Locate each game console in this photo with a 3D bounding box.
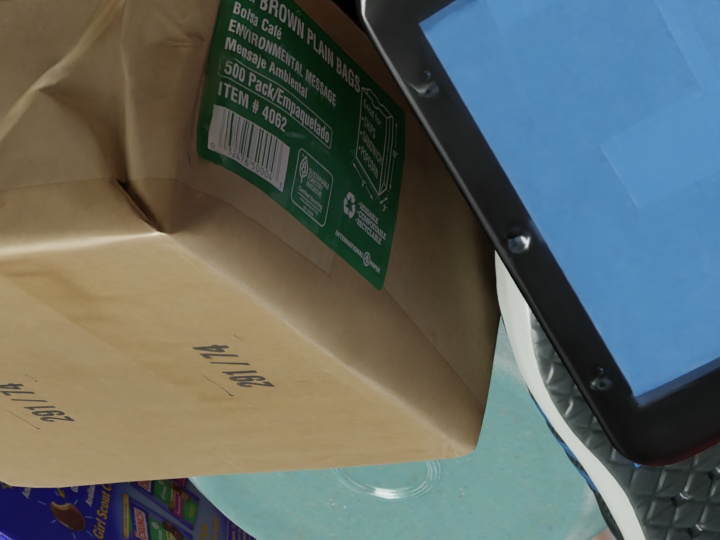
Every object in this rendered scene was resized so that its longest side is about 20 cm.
[{"bbox_3d":[0.125,-0.028,0.669,0.172,0.119,0.200,20,150,51],"label":"game console"}]

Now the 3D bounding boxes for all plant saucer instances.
[{"bbox_3d":[0.011,0.058,0.911,0.199,0.036,0.200,8,137,7],"label":"plant saucer"}]

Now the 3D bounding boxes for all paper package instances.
[{"bbox_3d":[-0.076,-0.013,0.752,0.190,0.104,0.200,-6,156,27],"label":"paper package"}]

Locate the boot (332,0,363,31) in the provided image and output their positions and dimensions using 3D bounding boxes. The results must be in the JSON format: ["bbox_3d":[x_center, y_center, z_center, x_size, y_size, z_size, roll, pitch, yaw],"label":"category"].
[{"bbox_3d":[0.053,-0.078,0.786,0.199,0.066,0.165,2,144,25],"label":"boot"}]

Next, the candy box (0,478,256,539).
[{"bbox_3d":[-0.143,0.103,1.077,0.200,0.169,0.077,37,109,-16],"label":"candy box"}]

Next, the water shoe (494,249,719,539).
[{"bbox_3d":[0.080,0.028,0.815,0.079,0.071,0.200,49,163,57],"label":"water shoe"}]
